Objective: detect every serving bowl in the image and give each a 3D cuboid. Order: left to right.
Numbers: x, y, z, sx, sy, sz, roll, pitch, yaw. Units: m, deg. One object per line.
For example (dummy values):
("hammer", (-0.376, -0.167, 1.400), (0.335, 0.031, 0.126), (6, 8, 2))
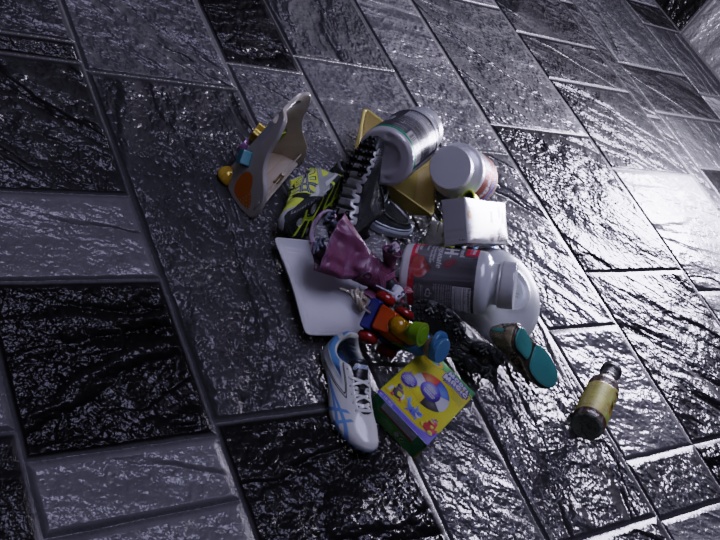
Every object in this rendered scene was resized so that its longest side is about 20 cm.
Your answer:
("serving bowl", (0.261, 0.044, 1.733), (0.199, 0.066, 0.202), (13, 63, -27))

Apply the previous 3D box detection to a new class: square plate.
("square plate", (-0.040, 0.035, 1.580), (0.197, 0.028, 0.201), (5, 49, -35))

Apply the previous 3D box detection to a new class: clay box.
("clay box", (0.105, 0.204, 1.513), (0.115, 0.048, 0.200), (45, 39, 8))

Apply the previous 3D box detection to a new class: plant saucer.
("plant saucer", (0.061, -0.207, 1.864), (0.199, 0.048, 0.201), (34, 36, -18))

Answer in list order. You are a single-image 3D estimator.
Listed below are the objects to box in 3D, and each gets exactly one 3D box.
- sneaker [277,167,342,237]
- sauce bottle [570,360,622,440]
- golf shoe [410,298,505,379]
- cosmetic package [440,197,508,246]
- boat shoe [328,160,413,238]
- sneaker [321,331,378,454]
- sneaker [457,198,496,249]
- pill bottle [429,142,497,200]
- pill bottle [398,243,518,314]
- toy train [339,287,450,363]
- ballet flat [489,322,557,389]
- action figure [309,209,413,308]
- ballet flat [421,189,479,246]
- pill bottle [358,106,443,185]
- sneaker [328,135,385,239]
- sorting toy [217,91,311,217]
("sneaker", (-0.103, -0.122, 1.665), (0.076, 0.076, 0.200), (22, 34, 13))
("sauce bottle", (0.446, 0.235, 1.738), (0.065, 0.065, 0.200), (41, 40, 3))
("golf shoe", (0.158, 0.115, 1.625), (0.200, 0.078, 0.095), (40, 4, -16))
("cosmetic package", (0.212, -0.086, 1.699), (0.200, 0.050, 0.083), (-3, 85, -60))
("boat shoe", (0.022, -0.133, 1.760), (0.199, 0.071, 0.072), (31, 39, -10))
("sneaker", (-0.012, 0.183, 1.423), (0.071, 0.073, 0.201), (9, 48, -34))
("sneaker", (0.227, -0.060, 1.853), (0.082, 0.074, 0.201), (29, 48, -8))
("pill bottle", (0.205, -0.195, 1.878), (0.112, 0.112, 0.200), (50, 14, 14))
("pill bottle", (0.172, 0.016, 1.633), (0.198, 0.111, 0.111), (6, 38, 13))
("toy train", (0.055, 0.085, 1.460), (0.115, 0.085, 0.200), (19, -12, 35))
("ballet flat", (0.288, 0.149, 1.679), (0.200, 0.075, 0.068), (45, 62, -44))
("action figure", (0.000, 0.000, 1.574), (0.199, 0.134, 0.149), (37, -6, -22))
("ballet flat", (0.163, -0.081, 1.772), (0.067, 0.067, 0.200), (19, 55, 41))
("pill bottle", (0.082, -0.243, 1.781), (0.113, 0.113, 0.200), (41, 33, 4))
("sneaker", (0.010, -0.143, 1.698), (0.090, 0.202, 0.066), (16, 3, -42))
("sorting toy", (-0.149, -0.224, 1.626), (0.107, 0.180, 0.200), (36, 38, -3))
